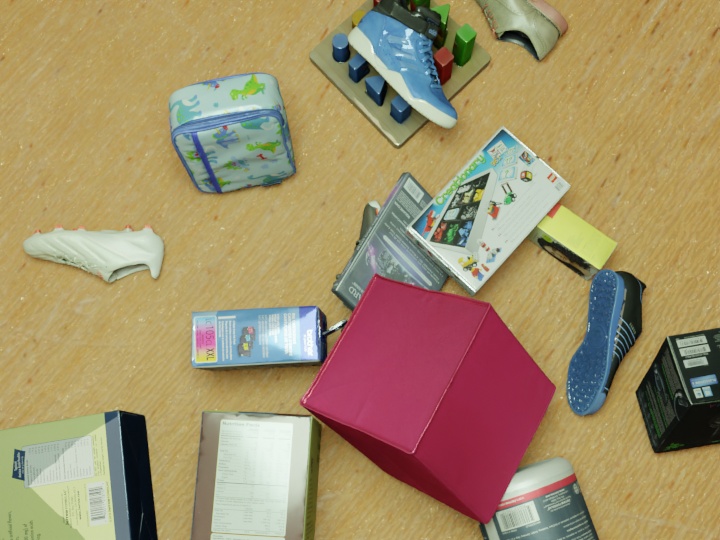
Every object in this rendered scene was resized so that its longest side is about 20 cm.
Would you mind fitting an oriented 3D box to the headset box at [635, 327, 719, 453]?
[{"bbox_3d":[0.462,0.152,1.128,0.171,0.201,0.094,-9,61,-2],"label":"headset box"}]

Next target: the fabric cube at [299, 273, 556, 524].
[{"bbox_3d":[0.085,0.153,1.084,0.199,0.199,0.198,15,68,45],"label":"fabric cube"}]

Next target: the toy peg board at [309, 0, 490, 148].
[{"bbox_3d":[0.058,-0.327,1.287,0.199,0.098,0.200,-43,80,-8],"label":"toy peg board"}]

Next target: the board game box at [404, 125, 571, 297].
[{"bbox_3d":[0.171,-0.081,1.185,0.126,0.035,0.200,42,79,8],"label":"board game box"}]

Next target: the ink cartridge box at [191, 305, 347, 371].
[{"bbox_3d":[-0.115,0.092,1.179,0.197,0.136,0.078,-1,82,1],"label":"ink cartridge box"}]

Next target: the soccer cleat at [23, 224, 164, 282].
[{"bbox_3d":[-0.377,-0.022,1.247,0.197,0.069,0.079,-1,80,-2],"label":"soccer cleat"}]

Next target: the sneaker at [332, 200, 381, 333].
[{"bbox_3d":[0.000,0.000,1.231,0.081,0.077,0.203,-1,77,8],"label":"sneaker"}]

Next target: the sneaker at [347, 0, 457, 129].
[{"bbox_3d":[0.083,-0.295,1.207,0.111,0.077,0.200,-47,74,17],"label":"sneaker"}]

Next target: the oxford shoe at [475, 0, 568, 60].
[{"bbox_3d":[0.208,-0.389,1.313,0.199,0.070,0.075,35,86,9],"label":"oxford shoe"}]

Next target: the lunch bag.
[{"bbox_3d":[-0.175,-0.180,1.208,0.158,0.200,0.084,-10,70,-3],"label":"lunch bag"}]

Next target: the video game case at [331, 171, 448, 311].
[{"bbox_3d":[0.058,-0.010,1.199,0.143,0.019,0.201,44,66,-27],"label":"video game case"}]

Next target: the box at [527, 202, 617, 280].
[{"bbox_3d":[0.257,-0.068,1.239,0.199,0.075,0.050,37,80,9],"label":"box"}]

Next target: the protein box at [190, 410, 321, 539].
[{"bbox_3d":[-0.125,0.285,1.105,0.133,0.199,0.203,3,77,2],"label":"protein box"}]

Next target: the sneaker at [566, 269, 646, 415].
[{"bbox_3d":[0.341,0.101,1.203,0.077,0.070,0.203,11,95,-32],"label":"sneaker"}]

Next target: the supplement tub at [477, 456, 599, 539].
[{"bbox_3d":[0.231,0.351,1.113,0.138,0.140,0.203,-18,78,-3],"label":"supplement tub"}]

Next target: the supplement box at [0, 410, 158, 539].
[{"bbox_3d":[-0.380,0.298,1.141,0.197,0.134,0.203,-9,78,-1],"label":"supplement box"}]
